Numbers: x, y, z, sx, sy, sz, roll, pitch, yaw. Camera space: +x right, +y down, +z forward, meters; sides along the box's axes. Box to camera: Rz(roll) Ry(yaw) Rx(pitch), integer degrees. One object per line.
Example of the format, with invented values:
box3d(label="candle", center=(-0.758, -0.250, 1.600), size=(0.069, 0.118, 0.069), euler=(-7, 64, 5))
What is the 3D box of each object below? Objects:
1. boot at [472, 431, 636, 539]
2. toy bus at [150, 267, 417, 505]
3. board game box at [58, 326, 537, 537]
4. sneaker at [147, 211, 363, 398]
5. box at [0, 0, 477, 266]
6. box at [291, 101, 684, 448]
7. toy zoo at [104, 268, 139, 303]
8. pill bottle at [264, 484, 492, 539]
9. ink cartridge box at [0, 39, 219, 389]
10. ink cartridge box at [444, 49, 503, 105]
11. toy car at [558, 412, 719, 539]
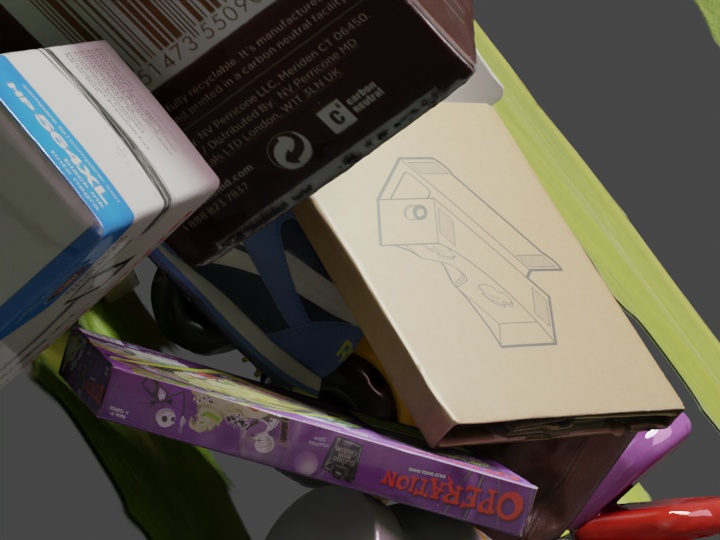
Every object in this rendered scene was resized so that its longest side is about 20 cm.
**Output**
box3d(label="boot", center=(0.108, 0.133, 1.392), size=(0.064, 0.200, 0.186), euler=(21, -13, 47))
box3d(label="toy bus", center=(0.000, 0.000, 1.409), size=(0.200, 0.192, 0.136), euler=(49, 7, -7))
box3d(label="board game box", center=(-0.031, 0.072, 1.215), size=(0.200, 0.032, 0.120), euler=(17, -2, -15))
box3d(label="sneaker", center=(-0.069, -0.028, 1.305), size=(0.200, 0.082, 0.074), euler=(46, -1, -18))
box3d(label="box", center=(-0.061, -0.147, 1.199), size=(0.164, 0.166, 0.200), euler=(44, 25, -26))
box3d(label="box", center=(0.049, -0.002, 1.290), size=(0.163, 0.021, 0.200), euler=(-1, 51, -43))
box3d(label="toy zoo", center=(-0.181, -0.084, 1.348), size=(0.200, 0.020, 0.131), euler=(54, -8, 16))
box3d(label="pill bottle", center=(0.041, 0.174, 1.253), size=(0.200, 0.104, 0.104), euler=(37, 17, -37))
box3d(label="ink cartridge box", center=(-0.148, -0.009, 1.031), size=(0.084, 0.146, 0.200), euler=(49, 12, 2))
box3d(label="ink cartridge box", center=(-0.022, -0.076, 1.544), size=(0.115, 0.200, 0.068), euler=(52, 9, -25))
box3d(label="toy car", center=(0.138, 0.141, 1.581), size=(0.200, 0.150, 0.175), euler=(59, 13, 7))
